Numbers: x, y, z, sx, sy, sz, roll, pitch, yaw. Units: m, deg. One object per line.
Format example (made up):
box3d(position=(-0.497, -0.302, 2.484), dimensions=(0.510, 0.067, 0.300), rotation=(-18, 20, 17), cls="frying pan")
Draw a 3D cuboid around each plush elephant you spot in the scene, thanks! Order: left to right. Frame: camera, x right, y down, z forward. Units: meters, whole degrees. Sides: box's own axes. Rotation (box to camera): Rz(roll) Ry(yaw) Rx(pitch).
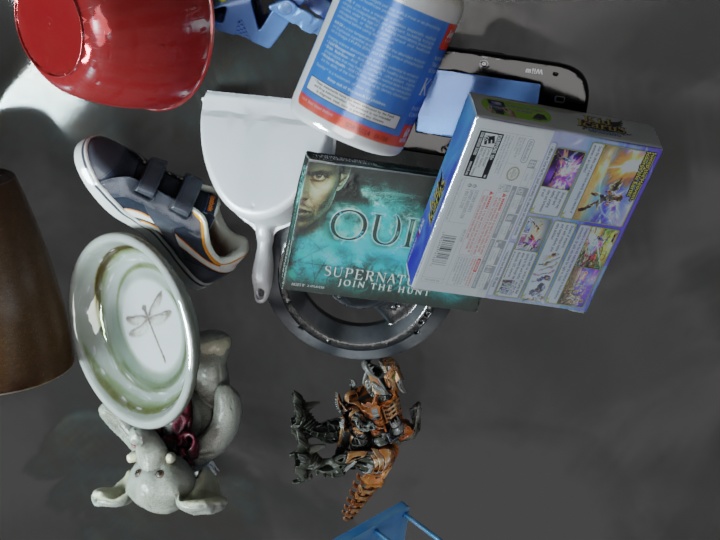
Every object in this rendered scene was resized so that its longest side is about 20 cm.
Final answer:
box3d(position=(-0.208, 0.186, 1.590), dimensions=(0.164, 0.155, 0.200), rotation=(-6, 118, 15), cls="plush elephant")

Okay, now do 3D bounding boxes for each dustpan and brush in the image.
box3d(position=(-0.094, -0.067, 1.462), dimensions=(0.139, 0.057, 0.200), rotation=(8, 92, 18), cls="dustpan and brush")

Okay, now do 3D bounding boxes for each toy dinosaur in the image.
box3d(position=(-0.004, 0.183, 1.592), dimensions=(0.136, 0.102, 0.200), rotation=(2, 99, -9), cls="toy dinosaur")

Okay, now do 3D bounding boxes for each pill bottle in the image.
box3d(position=(0.024, -0.212, 1.326), dimensions=(0.112, 0.112, 0.200), rotation=(23, 105, -3), cls="pill bottle")

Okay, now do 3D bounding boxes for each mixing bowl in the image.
box3d(position=(-0.236, -0.229, 1.335), dimensions=(0.200, 0.108, 0.200), rotation=(20, 120, 38), cls="mixing bowl")

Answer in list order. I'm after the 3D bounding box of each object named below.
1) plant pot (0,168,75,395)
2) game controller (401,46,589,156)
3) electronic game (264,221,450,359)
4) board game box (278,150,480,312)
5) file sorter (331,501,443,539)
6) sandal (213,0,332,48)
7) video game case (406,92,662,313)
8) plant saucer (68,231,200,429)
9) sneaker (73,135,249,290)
box3d(position=(-0.390, 0.002, 1.524), dimensions=(0.187, 0.187, 0.200), rotation=(3, 108, 10), cls="plant pot")
box3d(position=(0.110, -0.154, 1.399), dimensions=(0.200, 0.042, 0.104), rotation=(9, 121, 5), cls="game controller")
box3d(position=(0.000, 0.000, 1.508), dimensions=(0.200, 0.042, 0.200), rotation=(1, 116, 3), cls="electronic game")
box3d(position=(0.031, -0.036, 1.441), dimensions=(0.200, 0.028, 0.135), rotation=(6, 111, -15), cls="board game box")
box3d(position=(0.009, 0.370, 1.610), dimensions=(0.123, 0.200, 0.139), rotation=(32, 129, 35), cls="file sorter")
box3d(position=(-0.099, -0.239, 1.373), dimensions=(0.200, 0.080, 0.087), rotation=(-11, 120, 19), cls="sandal")
box3d(position=(0.157, -0.059, 1.391), dimensions=(0.181, 0.045, 0.200), rotation=(9, 127, -15), cls="video game case")
box3d(position=(-0.215, 0.057, 1.505), dimensions=(0.200, 0.050, 0.200), rotation=(14, 111, 42), cls="plant saucer")
box3d(position=(-0.191, -0.070, 1.487), dimensions=(0.079, 0.078, 0.200), rotation=(-27, 122, 29), cls="sneaker")
